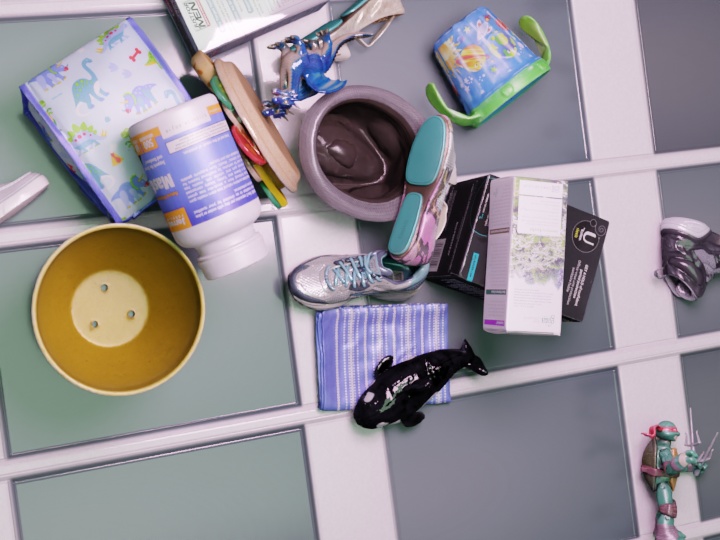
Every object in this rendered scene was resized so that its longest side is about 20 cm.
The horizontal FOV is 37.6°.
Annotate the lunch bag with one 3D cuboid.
[{"bbox_3d":[-0.295,-0.178,1.316,0.170,0.127,0.200,-39,91,-16],"label":"lunch bag"}]

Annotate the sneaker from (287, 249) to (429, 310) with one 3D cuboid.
[{"bbox_3d":[0.000,0.000,1.424,0.199,0.086,0.078,-7,73,-22],"label":"sneaker"}]

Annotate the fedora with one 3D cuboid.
[{"bbox_3d":[-0.003,-0.156,1.431,0.199,0.090,0.178,12,86,-25],"label":"fedora"}]

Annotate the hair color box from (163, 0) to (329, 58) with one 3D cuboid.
[{"bbox_3d":[-0.150,-0.362,1.404,0.199,0.061,0.099,-28,97,-18],"label":"hair color box"}]

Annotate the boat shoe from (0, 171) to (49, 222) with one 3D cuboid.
[{"bbox_3d":[-0.478,-0.075,1.286,0.199,0.072,0.069,-32,98,-8],"label":"boat shoe"}]

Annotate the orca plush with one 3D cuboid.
[{"bbox_3d":[0.089,0.162,1.447,0.199,0.071,0.106,-12,96,-20],"label":"orca plush"}]

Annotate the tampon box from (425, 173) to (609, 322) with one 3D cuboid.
[{"bbox_3d":[0.218,-0.028,1.484,0.199,0.126,0.151,19,83,-18],"label":"tampon box"}]

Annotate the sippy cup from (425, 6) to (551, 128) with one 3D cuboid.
[{"bbox_3d":[0.174,-0.291,1.482,0.131,0.140,0.178,52,35,0],"label":"sippy cup"}]

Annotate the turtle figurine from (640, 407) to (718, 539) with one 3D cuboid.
[{"bbox_3d":[0.468,0.300,1.577,0.149,0.100,0.201,9,86,-59],"label":"turtle figurine"}]

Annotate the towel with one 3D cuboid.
[{"bbox_3d":[0.034,0.118,1.472,0.199,0.024,0.146,-2,90,-19],"label":"towel"}]

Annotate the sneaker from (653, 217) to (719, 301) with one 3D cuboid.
[{"bbox_3d":[0.539,-0.002,1.622,0.199,0.075,0.114,19,83,-11],"label":"sneaker"}]

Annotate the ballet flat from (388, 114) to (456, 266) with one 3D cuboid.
[{"bbox_3d":[0.091,-0.102,1.397,0.071,0.069,0.201,16,88,-43],"label":"ballet flat"}]

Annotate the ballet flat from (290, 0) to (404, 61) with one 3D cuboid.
[{"bbox_3d":[-0.017,-0.323,1.448,0.200,0.067,0.063,-39,110,-15],"label":"ballet flat"}]

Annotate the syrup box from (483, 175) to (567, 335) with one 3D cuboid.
[{"bbox_3d":[0.213,-0.017,1.372,0.078,0.081,0.201,4,89,-17],"label":"syrup box"}]

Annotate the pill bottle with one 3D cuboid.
[{"bbox_3d":[-0.184,-0.095,1.246,0.112,0.112,0.201,-25,99,-18],"label":"pill bottle"}]

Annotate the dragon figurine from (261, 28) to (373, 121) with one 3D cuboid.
[{"bbox_3d":[-0.058,-0.252,1.359,0.199,0.059,0.100,-22,98,-45],"label":"dragon figurine"}]

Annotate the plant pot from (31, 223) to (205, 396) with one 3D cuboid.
[{"bbox_3d":[-0.302,0.048,1.298,0.199,0.142,0.201,1,88,-19],"label":"plant pot"}]

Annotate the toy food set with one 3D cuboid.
[{"bbox_3d":[-0.139,-0.179,1.337,0.048,0.198,0.200,-30,134,3],"label":"toy food set"}]
